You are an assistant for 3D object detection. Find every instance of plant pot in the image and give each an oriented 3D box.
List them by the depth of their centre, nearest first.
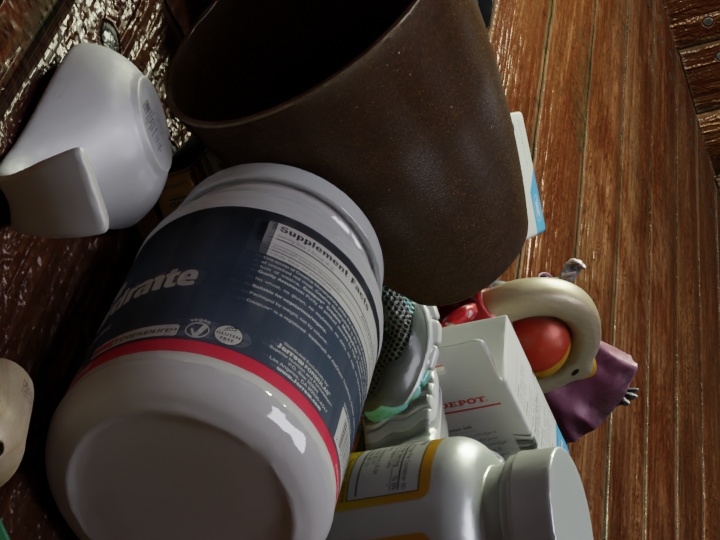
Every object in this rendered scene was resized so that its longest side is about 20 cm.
[{"bbox_3d":[0.016,-0.079,0.929,0.201,0.185,0.188,54,30,-33],"label":"plant pot"}]

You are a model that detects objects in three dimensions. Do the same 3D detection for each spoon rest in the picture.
[{"bbox_3d":[-0.139,-0.058,0.791,0.200,0.060,0.101,-79,154,-74],"label":"spoon rest"}]

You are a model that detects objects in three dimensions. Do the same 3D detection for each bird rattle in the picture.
[{"bbox_3d":[0.112,0.053,1.262,0.113,0.161,0.202,-106,180,-51],"label":"bird rattle"}]

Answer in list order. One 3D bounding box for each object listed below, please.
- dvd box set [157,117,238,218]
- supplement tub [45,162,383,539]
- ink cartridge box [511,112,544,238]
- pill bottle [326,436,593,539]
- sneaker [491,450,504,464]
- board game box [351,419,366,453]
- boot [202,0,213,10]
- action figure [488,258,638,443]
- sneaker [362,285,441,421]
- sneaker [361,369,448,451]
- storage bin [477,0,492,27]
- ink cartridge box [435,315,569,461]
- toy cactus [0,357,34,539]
[{"bbox_3d":[-0.061,0.007,0.980,0.147,0.029,0.202,-57,131,-63],"label":"dvd box set"},{"bbox_3d":[-0.064,0.050,0.790,0.201,0.139,0.141,-72,145,-54],"label":"supplement tub"},{"bbox_3d":[0.103,-0.074,1.395,0.200,0.066,0.117,-22,101,-70],"label":"ink cartridge box"},{"bbox_3d":[0.026,0.156,0.886,0.113,0.198,0.114,-12,90,-70],"label":"pill bottle"},{"bbox_3d":[0.078,0.201,1.151,0.201,0.104,0.076,60,38,-38],"label":"sneaker"},{"bbox_3d":[0.013,0.197,1.086,0.096,0.030,0.201,-73,143,-52],"label":"board game box"},{"bbox_3d":[-0.057,-0.131,1.053,0.097,0.074,0.203,-30,119,-43],"label":"boot"},{"bbox_3d":[0.162,0.062,1.455,0.200,0.134,0.149,44,-7,-15],"label":"action figure"},{"bbox_3d":[0.000,0.000,1.033,0.091,0.077,0.202,27,51,-39],"label":"sneaker"},{"bbox_3d":[0.035,0.149,1.026,0.201,0.074,0.083,-75,147,-48],"label":"sneaker"},{"bbox_3d":[-0.010,-0.252,1.145,0.133,0.145,0.203,0,78,-42],"label":"storage bin"},{"bbox_3d":[0.074,0.105,1.170,0.067,0.114,0.201,-80,151,-46],"label":"ink cartridge box"},{"bbox_3d":[-0.158,0.080,0.613,0.201,0.101,0.165,61,15,-20],"label":"toy cactus"}]
